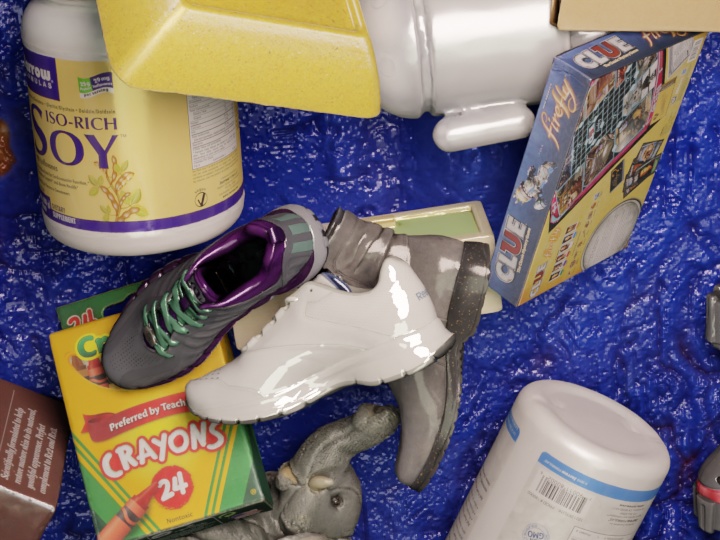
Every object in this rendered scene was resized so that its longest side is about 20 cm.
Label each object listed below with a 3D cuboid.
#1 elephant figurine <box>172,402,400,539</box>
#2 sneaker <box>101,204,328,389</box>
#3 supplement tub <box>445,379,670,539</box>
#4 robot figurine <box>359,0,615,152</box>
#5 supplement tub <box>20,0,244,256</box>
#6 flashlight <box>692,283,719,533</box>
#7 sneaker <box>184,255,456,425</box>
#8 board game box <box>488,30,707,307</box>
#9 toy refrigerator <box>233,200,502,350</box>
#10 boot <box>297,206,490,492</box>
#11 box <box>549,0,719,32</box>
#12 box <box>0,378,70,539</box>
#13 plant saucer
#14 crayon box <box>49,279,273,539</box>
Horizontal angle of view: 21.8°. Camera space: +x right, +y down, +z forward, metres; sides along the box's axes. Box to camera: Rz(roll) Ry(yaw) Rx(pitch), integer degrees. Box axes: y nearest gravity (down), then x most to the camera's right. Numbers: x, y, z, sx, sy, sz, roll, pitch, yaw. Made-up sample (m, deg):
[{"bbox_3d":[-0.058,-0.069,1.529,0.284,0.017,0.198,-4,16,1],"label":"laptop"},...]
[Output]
[{"bbox_3d":[-0.058,0.197,1.450,0.200,0.155,0.142,-10,74,-5],"label":"elephant figurine"},{"bbox_3d":[-0.119,0.017,1.304,0.200,0.088,0.074,-37,78,20],"label":"sneaker"},{"bbox_3d":[0.144,0.199,1.468,0.132,0.132,0.200,20,110,-12],"label":"supplement tub"},{"bbox_3d":[0.077,-0.168,1.319,0.200,0.113,0.170,-6,74,-2],"label":"robot figurine"},{"bbox_3d":[-0.158,-0.125,1.301,0.145,0.145,0.200,-4,113,-3],"label":"supplement tub"},{"bbox_3d":[0.296,0.109,1.481,0.068,0.068,0.200,9,114,32],"label":"flashlight"},{"bbox_3d":[-0.035,0.051,1.309,0.200,0.075,0.087,-21,93,14],"label":"sneaker"},{"bbox_3d":[0.166,-0.080,1.333,0.135,0.035,0.200,-25,143,-40],"label":"board game box"},{"bbox_3d":[0.000,0.000,1.404,0.200,0.076,0.070,-9,113,0],"label":"toy refrigerator"},{"bbox_3d":[0.013,0.056,1.361,0.131,0.070,0.200,11,104,-2],"label":"boot"},{"bbox_3d":[0.229,-0.242,1.266,0.200,0.021,0.164,-1,106,-20],"label":"box"},{"bbox_3d":[-0.333,0.190,1.406,0.164,0.166,0.200,23,110,-12],"label":"box"},{"bbox_3d":[-0.080,-0.203,1.218,0.200,0.200,0.048,4,148,-34],"label":"plant saucer"},{"bbox_3d":[-0.152,0.097,1.387,0.127,0.051,0.200,-18,74,2],"label":"crayon box"}]
